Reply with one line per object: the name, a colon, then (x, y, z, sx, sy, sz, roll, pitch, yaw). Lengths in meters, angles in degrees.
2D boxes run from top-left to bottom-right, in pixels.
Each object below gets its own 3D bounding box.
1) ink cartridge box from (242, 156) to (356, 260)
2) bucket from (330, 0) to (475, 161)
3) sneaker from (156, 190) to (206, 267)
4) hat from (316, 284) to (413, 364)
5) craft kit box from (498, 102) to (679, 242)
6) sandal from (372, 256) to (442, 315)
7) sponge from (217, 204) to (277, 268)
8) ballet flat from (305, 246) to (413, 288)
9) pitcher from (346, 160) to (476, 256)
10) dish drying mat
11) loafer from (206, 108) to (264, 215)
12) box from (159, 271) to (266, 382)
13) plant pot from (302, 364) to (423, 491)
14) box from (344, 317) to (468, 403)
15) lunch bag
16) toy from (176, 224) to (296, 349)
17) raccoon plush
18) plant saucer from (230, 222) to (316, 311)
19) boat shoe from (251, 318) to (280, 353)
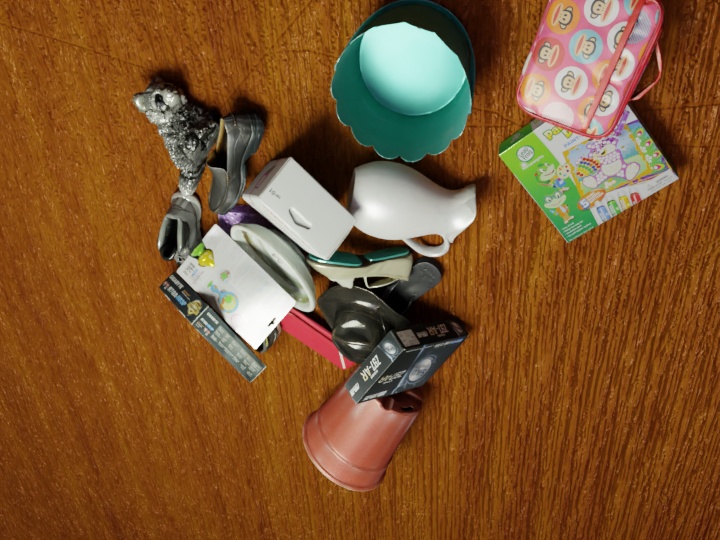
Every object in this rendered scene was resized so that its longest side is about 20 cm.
ink cartridge box: (-0.103, -0.101, 1.192, 0.144, 0.200, 0.085, 42, 85, -17)
bucket: (0.067, -0.279, 1.066, 0.202, 0.136, 0.211, 6, 127, 8)
sneaker: (-0.331, -0.034, 1.350, 0.073, 0.116, 0.204, 5, 126, 10)
hat: (-0.002, 0.120, 1.358, 0.197, 0.082, 0.202, 18, 146, 12)
craft kit box: (0.347, -0.169, 1.134, 0.199, 0.049, 0.198, -33, 109, 31)
sandal: (0.068, 0.050, 1.356, 0.075, 0.043, 0.200, 34, 126, -12)
sponge: (-0.200, -0.027, 1.377, 0.109, 0.030, 0.203, 6, 126, 10)
ballet flat: (0.000, 0.000, 1.279, 0.195, 0.070, 0.071, -3, 130, -18)
pitcher: (0.073, -0.091, 1.220, 0.195, 0.123, 0.173, 11, 140, -8)
dish drying mat: (-0.089, 0.132, 1.451, 0.198, 0.018, 0.076, 36, 141, -20)
loafer: (-0.228, -0.180, 1.236, 0.073, 0.071, 0.203, 47, 128, 33)
box: (-0.278, 0.106, 1.392, 0.046, 0.158, 0.201, -44, 132, -10)
plant pot: (0.015, 0.289, 1.457, 0.198, 0.202, 0.197, 29, 119, -8)
box: (0.086, 0.162, 1.345, 0.044, 0.198, 0.161, 54, 125, 25)
lunch bag: (0.320, -0.288, 1.004, 0.173, 0.082, 0.203, 24, 118, 12)
toy: (-0.219, 0.027, 1.325, 0.200, 0.047, 0.115, 43, 100, -2)
raccoon plush: (-0.323, -0.220, 1.237, 0.133, 0.097, 0.201, 32, 127, -1)
plant saucer: (-0.140, -0.016, 1.285, 0.199, 0.050, 0.201, 39, 160, 17)
boat shoe: (-0.220, 0.063, 1.383, 0.071, 0.061, 0.203, -18, 115, 32)
